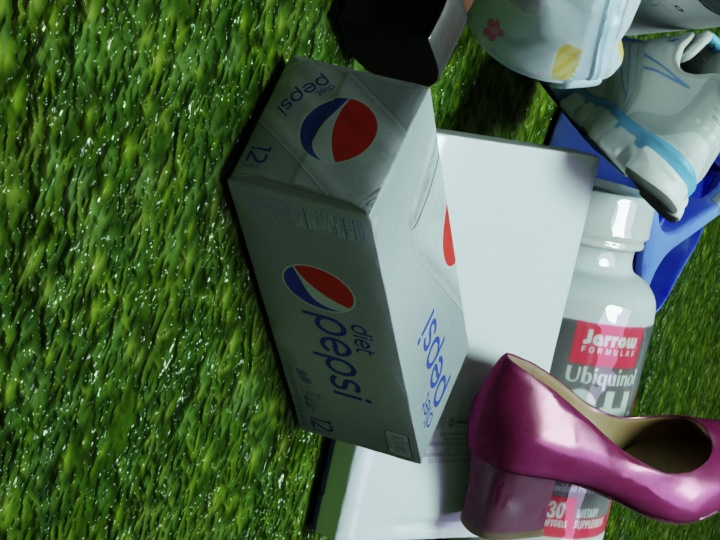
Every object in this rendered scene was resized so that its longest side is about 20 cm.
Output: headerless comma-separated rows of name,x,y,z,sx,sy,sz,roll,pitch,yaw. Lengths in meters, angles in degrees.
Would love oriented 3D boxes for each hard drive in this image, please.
hard drive,0.049,0.034,1.092,0.131,0.025,0.202,4,101,-45

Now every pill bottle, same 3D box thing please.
pill bottle,0.099,0.049,1.201,0.111,0.110,0.202,-13,117,-70

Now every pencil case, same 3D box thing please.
pencil case,0.115,-0.186,1.037,0.083,0.091,0.201,-22,143,-43

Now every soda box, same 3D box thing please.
soda box,0.000,0.000,0.937,0.201,0.063,0.069,78,32,-55

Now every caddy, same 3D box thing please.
caddy,0.185,-0.060,1.378,0.200,0.104,0.142,-52,150,-51

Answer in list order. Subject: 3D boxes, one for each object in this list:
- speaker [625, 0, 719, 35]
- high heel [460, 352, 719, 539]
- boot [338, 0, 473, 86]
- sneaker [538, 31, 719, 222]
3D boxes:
speaker,0.168,-0.166,1.154,0.200,0.080,0.082,-161,-94,-79
high heel,0.141,0.078,1.121,0.199,0.067,0.097,-9,121,-35
boot,0.044,-0.202,0.905,0.189,0.068,0.201,64,43,-63
sneaker,0.154,-0.094,1.166,0.087,0.075,0.200,-44,-154,5
